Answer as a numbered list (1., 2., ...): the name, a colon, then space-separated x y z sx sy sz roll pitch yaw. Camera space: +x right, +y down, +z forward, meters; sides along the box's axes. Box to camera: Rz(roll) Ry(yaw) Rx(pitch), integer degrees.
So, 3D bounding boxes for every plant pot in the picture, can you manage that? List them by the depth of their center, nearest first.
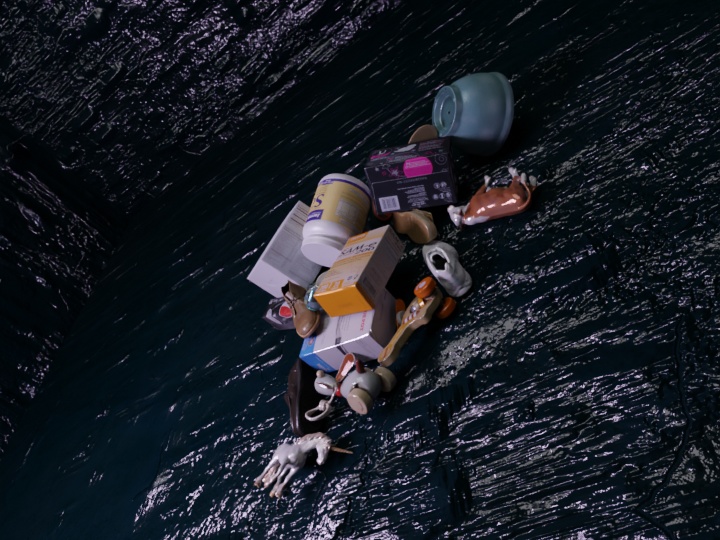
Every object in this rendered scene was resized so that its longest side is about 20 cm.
1. plant pot: 0.258 -0.382 1.255 0.200 0.134 0.201 178 90 -70

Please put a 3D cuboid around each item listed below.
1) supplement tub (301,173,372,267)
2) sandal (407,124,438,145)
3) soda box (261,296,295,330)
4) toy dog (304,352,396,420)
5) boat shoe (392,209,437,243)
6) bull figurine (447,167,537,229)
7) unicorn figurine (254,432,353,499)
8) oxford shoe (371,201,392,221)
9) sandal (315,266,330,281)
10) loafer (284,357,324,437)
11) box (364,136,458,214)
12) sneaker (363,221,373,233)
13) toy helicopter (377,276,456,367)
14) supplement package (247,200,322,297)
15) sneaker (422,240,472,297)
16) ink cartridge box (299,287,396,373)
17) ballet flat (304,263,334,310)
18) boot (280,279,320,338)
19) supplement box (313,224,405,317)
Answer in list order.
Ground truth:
1. supplement tub: -0.060 -0.122 1.285 0.145 0.145 0.201 -9 56 43
2. sandal: 0.146 -0.278 1.323 0.077 0.212 0.070 1 31 -6
3. soda box: -0.163 0.106 1.338 0.200 0.071 0.063 -11 46 41
4. toy dog: -0.031 0.215 1.021 0.199 0.097 0.132 -16 17 28
5. boat shoe: 0.140 -0.115 1.228 0.069 0.074 0.200 -16 21 -14
6. bull figurine: 0.287 -0.153 1.122 0.200 0.065 0.122 -4 54 46
7. unicorn figurine: -0.131 0.371 0.999 0.200 0.074 0.137 -8 37 52
8. oxford shoe: 0.057 -0.202 1.458 0.073 0.071 0.200 125 158 -45
9. sandal: -0.066 0.013 1.348 0.200 0.054 0.080 11 62 53
10. loafer: -0.125 0.281 1.113 0.071 0.073 0.200 -46 27 25
11. box: 0.127 -0.227 1.240 0.199 0.132 0.115 -7 33 18
12. sneaker: 0.017 -0.052 1.309 0.081 0.077 0.200 -35 32 18
13. toy helicopter: 0.092 0.109 1.037 0.200 0.079 0.132 -52 15 -24
14. supplement package: -0.180 -0.042 1.399 0.200 0.147 0.191 -61 12 -24
15. sneaker: 0.172 -0.025 1.097 0.070 0.080 0.200 -41 28 9
16. ink cartridge box: -0.022 0.130 1.138 0.200 0.084 0.145 -22 37 33
17. ballet flat: -0.061 0.023 1.198 0.074 0.074 0.200 -21 13 33
18. boot: -0.145 0.086 1.188 0.074 0.075 0.200 -44 28 6
19. supplement box: 0.000 0.000 1.124 0.126 0.074 0.200 -15 32 40
